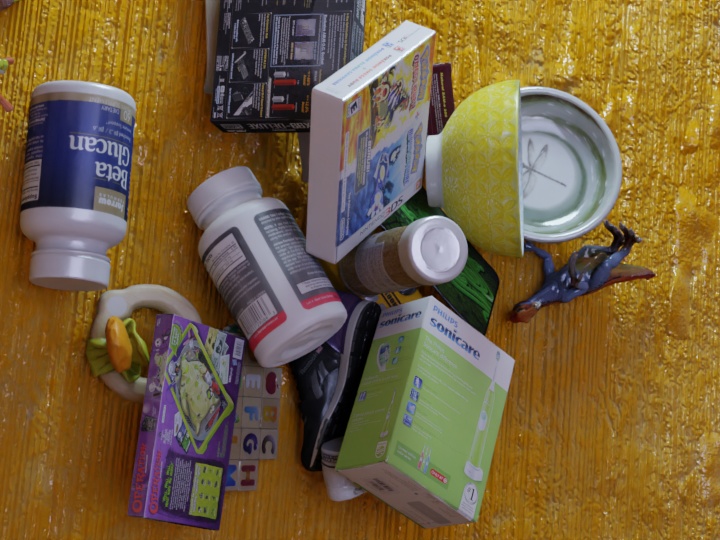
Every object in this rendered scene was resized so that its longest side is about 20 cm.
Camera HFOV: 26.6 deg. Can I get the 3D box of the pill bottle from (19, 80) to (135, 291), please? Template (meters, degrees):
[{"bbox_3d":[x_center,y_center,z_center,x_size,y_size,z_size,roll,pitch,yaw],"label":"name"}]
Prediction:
[{"bbox_3d":[-0.293,-0.085,1.570,0.110,0.111,0.203,7,79,-25],"label":"pill bottle"}]

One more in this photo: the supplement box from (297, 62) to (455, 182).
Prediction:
[{"bbox_3d":[0.021,-0.170,1.737,0.199,0.061,0.110,-15,104,-38],"label":"supplement box"}]

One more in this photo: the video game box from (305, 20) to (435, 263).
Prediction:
[{"bbox_3d":[0.011,-0.135,1.598,0.046,0.202,0.182,21,41,22],"label":"video game box"}]

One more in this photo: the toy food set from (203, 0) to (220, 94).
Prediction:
[{"bbox_3d":[-0.111,-0.301,1.732,0.142,0.060,0.203,-1,81,-15],"label":"toy food set"}]

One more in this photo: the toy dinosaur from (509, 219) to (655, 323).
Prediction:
[{"bbox_3d":[0.266,0.019,1.852,0.182,0.105,0.200,-47,116,-4],"label":"toy dinosaur"}]

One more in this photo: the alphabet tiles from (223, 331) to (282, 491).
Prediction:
[{"bbox_3d":[-0.147,0.149,1.607,0.199,0.006,0.169,10,81,-55],"label":"alphabet tiles"}]

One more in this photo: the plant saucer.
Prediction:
[{"bbox_3d":[0.216,-0.122,1.847,0.198,0.050,0.202,2,72,-7],"label":"plant saucer"}]

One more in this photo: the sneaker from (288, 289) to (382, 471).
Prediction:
[{"bbox_3d":[-0.043,0.120,1.697,0.076,0.087,0.202,8,99,-64],"label":"sneaker"}]

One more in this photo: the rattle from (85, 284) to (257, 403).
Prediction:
[{"bbox_3d":[-0.178,0.076,1.591,0.198,0.143,0.132,16,61,-18],"label":"rattle"}]

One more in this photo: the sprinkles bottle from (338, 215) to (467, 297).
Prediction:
[{"bbox_3d":[0.041,-0.012,1.603,0.067,0.200,0.069,2,84,-22],"label":"sprinkles bottle"}]

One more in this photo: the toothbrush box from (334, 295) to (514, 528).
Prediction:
[{"bbox_3d":[0.073,0.154,1.637,0.145,0.086,0.202,36,57,-31],"label":"toothbrush box"}]

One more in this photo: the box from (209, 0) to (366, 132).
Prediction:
[{"bbox_3d":[-0.076,-0.252,1.639,0.156,0.050,0.203,0,79,15],"label":"box"}]

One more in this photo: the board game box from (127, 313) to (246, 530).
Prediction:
[{"bbox_3d":[-0.174,0.155,1.538,0.120,0.032,0.202,27,67,-57],"label":"board game box"}]

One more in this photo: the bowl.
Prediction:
[{"bbox_3d":[0.129,-0.114,1.712,0.106,0.200,0.203,0,81,7],"label":"bowl"}]

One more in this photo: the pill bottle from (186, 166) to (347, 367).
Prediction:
[{"bbox_3d":[-0.106,-0.007,1.633,0.110,0.111,0.201,-22,73,-27],"label":"pill bottle"}]

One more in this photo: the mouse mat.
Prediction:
[{"bbox_3d":[0.090,-0.027,1.758,0.200,0.008,0.161,49,26,-13],"label":"mouse mat"}]

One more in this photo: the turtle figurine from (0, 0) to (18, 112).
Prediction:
[{"bbox_3d":[-0.402,-0.264,1.570,0.200,0.064,0.162,42,59,-6],"label":"turtle figurine"}]

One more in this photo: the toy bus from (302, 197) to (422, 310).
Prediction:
[{"bbox_3d":[0.000,0.000,1.730,0.078,0.065,0.201,-40,100,-23],"label":"toy bus"}]

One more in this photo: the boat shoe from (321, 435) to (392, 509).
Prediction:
[{"bbox_3d":[0.035,0.221,1.697,0.201,0.074,0.087,-12,104,-50],"label":"boat shoe"}]
